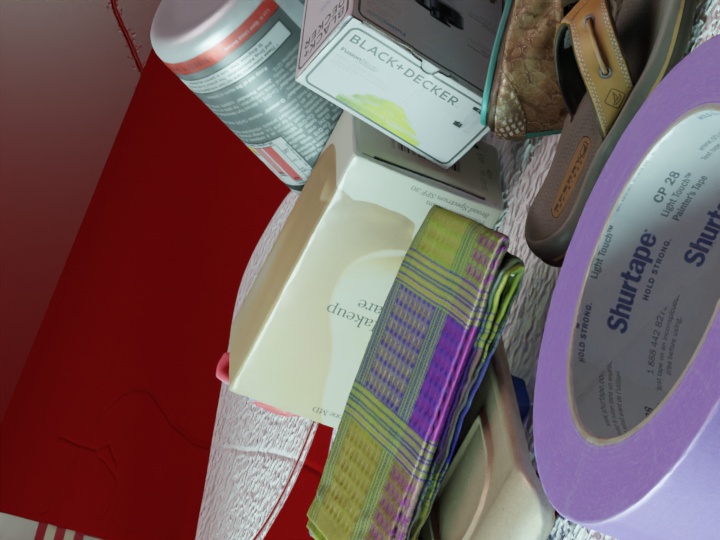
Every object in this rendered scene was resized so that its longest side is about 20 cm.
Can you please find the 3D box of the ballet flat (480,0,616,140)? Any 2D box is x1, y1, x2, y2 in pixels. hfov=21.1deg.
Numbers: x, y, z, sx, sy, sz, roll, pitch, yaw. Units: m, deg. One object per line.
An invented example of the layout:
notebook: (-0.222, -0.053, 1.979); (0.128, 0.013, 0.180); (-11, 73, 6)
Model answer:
ballet flat: (0.113, -0.164, 1.079); (0.071, 0.065, 0.202); (77, -158, -75)

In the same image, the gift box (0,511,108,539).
gift box: (-0.277, 0.334, 1.660); (0.187, 0.183, 0.201); (114, 164, -51)

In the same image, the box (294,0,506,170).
box: (0.029, -0.170, 1.167); (0.060, 0.116, 0.201); (-43, 30, 37)

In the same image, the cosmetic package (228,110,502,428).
cosmetic package: (0.000, 0.000, 1.207); (0.071, 0.104, 0.201); (-90, 23, -53)

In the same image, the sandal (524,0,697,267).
sandal: (0.120, -0.101, 0.990); (0.082, 0.054, 0.201); (-113, 44, -69)

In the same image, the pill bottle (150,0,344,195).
pill bottle: (-0.030, -0.118, 1.236); (0.115, 0.200, 0.116); (-32, 31, 22)

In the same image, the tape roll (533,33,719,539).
tape roll: (0.140, 0.011, 0.751); (0.200, 0.065, 0.202); (-160, 90, -76)

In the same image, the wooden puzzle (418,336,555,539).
wooden puzzle: (0.045, 0.130, 0.997); (0.201, 0.046, 0.186); (-105, 36, -58)

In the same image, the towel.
towel: (0.025, 0.069, 1.002); (0.144, 0.023, 0.202); (-148, 77, -72)

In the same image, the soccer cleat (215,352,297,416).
soccer cleat: (-0.035, 0.035, 1.339); (0.200, 0.076, 0.067); (125, 159, -47)

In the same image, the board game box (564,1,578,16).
board game box: (0.105, -0.190, 1.216); (0.200, 0.028, 0.137); (157, 131, -70)
